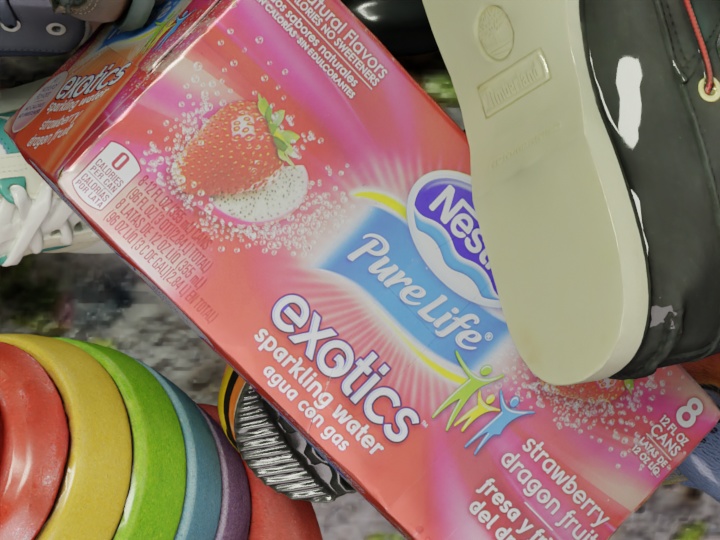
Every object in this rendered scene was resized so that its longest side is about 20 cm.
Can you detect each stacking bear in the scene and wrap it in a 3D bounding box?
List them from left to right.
[{"bbox_3d":[-0.114,0.072,0.923,0.121,0.114,0.200,-16,154,28],"label":"stacking bear"}]

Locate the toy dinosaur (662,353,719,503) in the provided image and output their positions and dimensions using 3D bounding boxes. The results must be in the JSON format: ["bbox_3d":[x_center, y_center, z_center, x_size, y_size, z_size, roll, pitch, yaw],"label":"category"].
[{"bbox_3d":[0.085,0.050,1.015,0.181,0.105,0.200,32,83,-13],"label":"toy dinosaur"}]

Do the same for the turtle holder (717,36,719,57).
[{"bbox_3d":[0.142,-0.056,0.844,0.185,0.132,0.141,24,112,23],"label":"turtle holder"}]

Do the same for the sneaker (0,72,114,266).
[{"bbox_3d":[-0.123,-0.018,0.900,0.199,0.094,0.070,6,129,-10],"label":"sneaker"}]

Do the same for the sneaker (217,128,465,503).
[{"bbox_3d":[0.029,-0.009,0.945,0.200,0.090,0.070,-41,109,-5],"label":"sneaker"}]

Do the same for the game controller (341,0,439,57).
[{"bbox_3d":[0.000,-0.147,0.849,0.104,0.042,0.200,-8,132,-18],"label":"game controller"}]

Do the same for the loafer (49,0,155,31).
[{"bbox_3d":[-0.079,-0.167,0.772,0.063,0.072,0.201,2,106,-18],"label":"loafer"}]

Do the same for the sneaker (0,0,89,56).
[{"bbox_3d":[-0.151,-0.107,0.796,0.146,0.077,0.202,-5,168,1],"label":"sneaker"}]

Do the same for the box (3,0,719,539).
[{"bbox_3d":[0.000,0.000,0.837,0.095,0.100,0.200,-45,109,-3],"label":"box"}]

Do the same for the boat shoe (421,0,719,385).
[{"bbox_3d":[0.062,-0.070,0.777,0.063,0.202,0.074,-8,174,-35],"label":"boat shoe"}]
